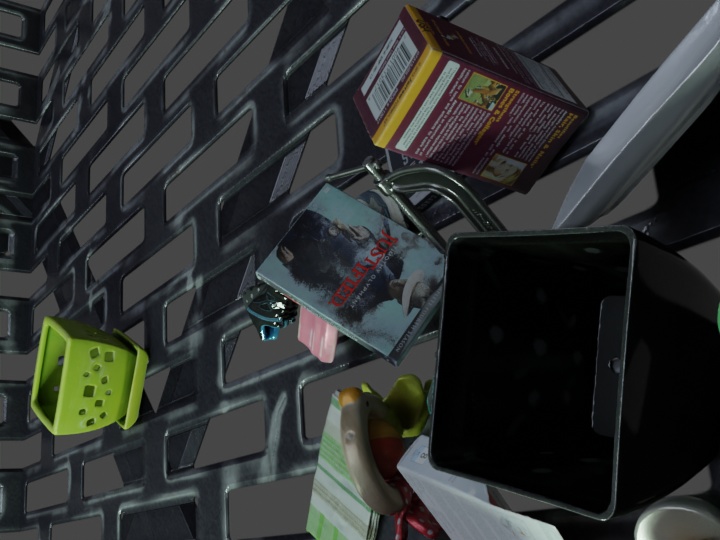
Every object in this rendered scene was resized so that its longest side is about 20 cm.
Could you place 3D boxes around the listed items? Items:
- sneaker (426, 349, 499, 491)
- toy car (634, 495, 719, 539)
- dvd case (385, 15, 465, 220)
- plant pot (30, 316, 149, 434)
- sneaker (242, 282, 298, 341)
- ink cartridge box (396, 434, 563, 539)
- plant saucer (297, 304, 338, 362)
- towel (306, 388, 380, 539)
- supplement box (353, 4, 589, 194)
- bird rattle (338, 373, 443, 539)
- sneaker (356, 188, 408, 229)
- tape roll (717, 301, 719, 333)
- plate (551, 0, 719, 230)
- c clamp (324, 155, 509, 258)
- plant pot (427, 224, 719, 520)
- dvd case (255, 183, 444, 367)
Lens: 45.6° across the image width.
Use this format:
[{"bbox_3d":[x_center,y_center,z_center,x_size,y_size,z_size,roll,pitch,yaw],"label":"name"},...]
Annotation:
[{"bbox_3d":[0.107,0.166,0.921,0.091,0.077,0.203,167,111,-71],"label":"sneaker"},{"bbox_3d":[0.271,0.246,0.601,0.151,0.175,0.200,52,134,2],"label":"toy car"},{"bbox_3d":[0.079,-0.186,1.054,0.150,0.024,0.202,-39,53,46],"label":"dvd case"},{"bbox_3d":[-0.548,0.214,1.752,0.199,0.180,0.202,18,98,55],"label":"plant pot"},{"bbox_3d":[-0.106,0.036,1.252,0.200,0.072,0.083,-43,61,53],"label":"sneaker"},{"bbox_3d":[0.142,0.236,0.776,0.047,0.161,0.199,-46,27,-25],"label":"ink cartridge box"},{"bbox_3d":[-0.049,0.015,1.097,0.201,0.050,0.203,-173,90,-86],"label":"plant saucer"},{"bbox_3d":[-0.011,0.271,1.101,0.149,0.030,0.203,26,107,57],"label":"towel"},{"bbox_3d":[0.109,-0.164,0.848,0.111,0.198,0.086,-56,37,31],"label":"supplement box"},{"bbox_3d":[0.021,0.209,0.933,0.112,0.163,0.202,-15,60,25],"label":"bird rattle"},{"bbox_3d":[0.019,-0.019,1.034,0.078,0.085,0.201,95,159,-50],"label":"sneaker"},{"bbox_3d":[0.315,-0.004,0.520,0.202,0.199,0.048,-61,39,28],"label":"tape roll"},{"bbox_3d":[0.242,-0.127,0.707,0.032,0.200,0.200,36,124,3],"label":"plate"},{"bbox_3d":[0.079,-0.055,0.901,0.170,0.200,0.027,-11,42,54],"label":"c clamp"},{"bbox_3d":[0.192,0.077,0.706,0.199,0.176,0.202,0,84,56],"label":"plant pot"},{"bbox_3d":[0.000,0.000,0.980,0.199,0.022,0.146,32,70,18],"label":"dvd case"}]
